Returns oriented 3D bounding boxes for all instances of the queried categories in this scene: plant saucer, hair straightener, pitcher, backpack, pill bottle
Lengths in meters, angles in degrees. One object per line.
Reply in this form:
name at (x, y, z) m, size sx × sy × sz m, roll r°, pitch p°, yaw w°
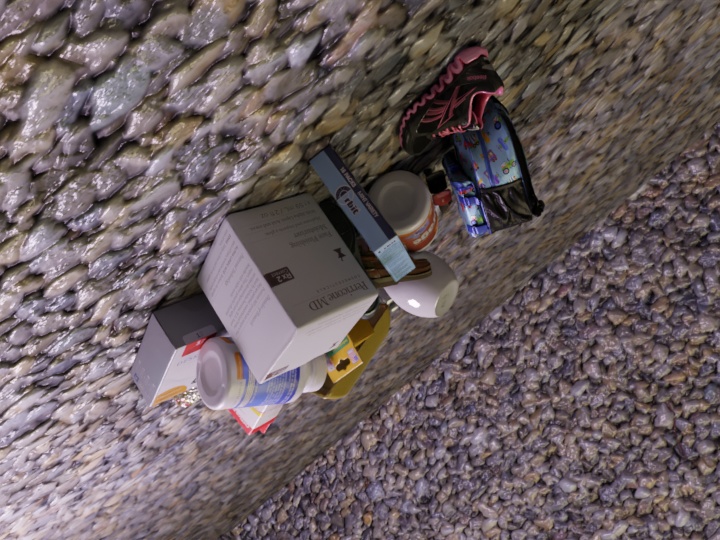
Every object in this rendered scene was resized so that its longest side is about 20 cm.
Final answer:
plant saucer at (-0.032, 0.151, 1.418) m, size 0.201 × 0.048 × 0.199 m, roll -54°, pitch -159°, yaw -15°
hair straightener at (0.146, -0.154, 1.399) m, size 0.040 × 0.078 × 0.200 m, roll -21°, pitch 171°, yaw 11°
pitcher at (0.106, -0.003, 1.515) m, size 0.171 × 0.199 × 0.122 m, roll -32°, pitch 142°, yaw -40°
backpack at (0.205, -0.183, 1.268) m, size 0.133 × 0.183 × 0.202 m, roll -20°, pitch 122°, yaw 7°
pill bottle at (-0.156, 0.162, 1.241) m, size 0.198 × 0.113 × 0.112 m, roll 3°, pitch 140°, yaw -40°
pill bottle at (0.082, -0.095, 1.369) m, size 0.112 × 0.113 × 0.200 m, roll -37°, pitch 163°, yaw 2°

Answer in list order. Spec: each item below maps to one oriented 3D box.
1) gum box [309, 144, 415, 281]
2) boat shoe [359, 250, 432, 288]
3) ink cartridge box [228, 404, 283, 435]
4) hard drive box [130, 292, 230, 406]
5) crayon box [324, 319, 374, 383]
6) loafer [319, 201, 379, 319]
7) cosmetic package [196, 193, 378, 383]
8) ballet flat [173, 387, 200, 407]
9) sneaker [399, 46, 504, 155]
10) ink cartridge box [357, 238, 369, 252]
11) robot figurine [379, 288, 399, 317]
gum box at (0.008, -0.080, 1.163) m, size 0.044 × 0.171 × 0.200 m, roll -35°, pitch 164°, yaw 1°
boat shoe at (0.064, -0.012, 1.335) m, size 0.071 × 0.069 × 0.199 m, roll -8°, pitch -178°, yaw 33°
ink cartridge box at (-0.198, 0.216, 1.409) m, size 0.067 × 0.116 × 0.201 m, roll -23°, pitch 152°, yaw -49°
hard drive box at (-0.286, 0.125, 1.286) m, size 0.155 × 0.077 × 0.201 m, roll -23°, pitch 158°, yaw -39°
crayon box at (-0.053, 0.075, 1.284) m, size 0.051 × 0.202 × 0.126 m, roll -24°, pitch 170°, yaw -33°
loafer at (-0.028, -0.011, 1.232) m, size 0.071 × 0.202 × 0.063 m, roll -20°, pitch 163°, yaw -7°
cosmetic package at (-0.113, 0.024, 1.149) m, size 0.164 × 0.201 × 0.165 m, roll -22°, pitch 158°, yaw -40°
ballet flat at (-0.283, 0.172, 1.440) m, size 0.200 × 0.076 × 0.064 m, roll -44°, pitch 155°, yaw -8°
sneaker at (0.137, -0.234, 1.148) m, size 0.079 × 0.096 × 0.200 m, roll -17°, pitch 156°, yaw -51°
ink cartridge box at (0.000, 0.000, 1.368) m, size 0.050 × 0.111 × 0.200 m, roll -10°, pitch 180°, yaw 2°
robot figurine at (-0.010, 0.103, 1.705) m, size 0.199 × 0.113 × 0.170 m, roll -35°, pitch 143°, yaw -5°
